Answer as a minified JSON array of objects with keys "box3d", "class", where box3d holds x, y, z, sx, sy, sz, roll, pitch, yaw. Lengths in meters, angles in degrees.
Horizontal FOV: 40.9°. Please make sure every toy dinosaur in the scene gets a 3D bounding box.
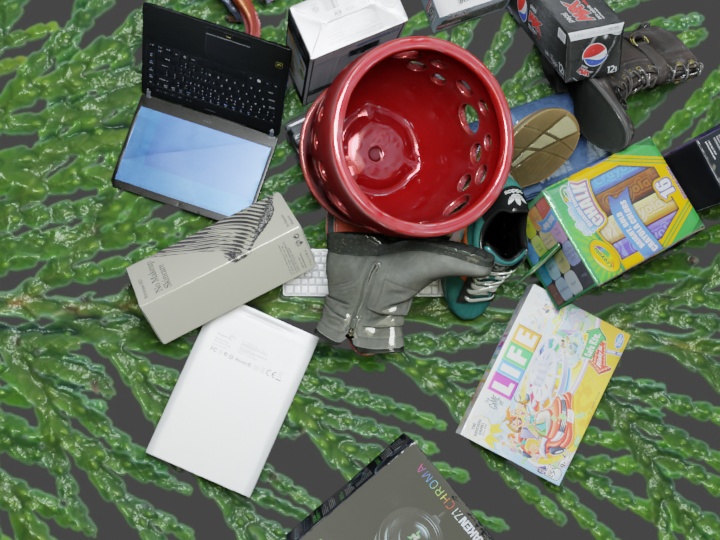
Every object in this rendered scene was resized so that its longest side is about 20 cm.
[{"box3d":[-0.150,-0.385,1.109,0.105,0.200,0.182,-26,132,4],"class":"toy dinosaur"}]

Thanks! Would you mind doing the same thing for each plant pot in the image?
[{"box3d":[0.040,-0.134,1.034,0.200,0.182,0.201,0,91,-16],"class":"plant pot"}]

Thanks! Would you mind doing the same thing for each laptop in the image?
[{"box3d":[-0.186,-0.174,1.105,0.177,0.200,0.104,18,47,2],"class":"laptop"}]

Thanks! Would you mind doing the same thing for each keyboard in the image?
[{"box3d":[0.006,0.003,1.161,0.199,0.011,0.057,0,85,-4],"class":"keyboard"}]

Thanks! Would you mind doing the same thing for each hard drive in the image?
[{"box3d":[-0.148,0.145,1.129,0.131,0.027,0.201,24,83,-3],"class":"hard drive"}]

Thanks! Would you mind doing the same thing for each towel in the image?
[{"box3d":[0.194,-0.141,1.169,0.199,0.049,0.112,-19,88,-5],"class":"towel"}]

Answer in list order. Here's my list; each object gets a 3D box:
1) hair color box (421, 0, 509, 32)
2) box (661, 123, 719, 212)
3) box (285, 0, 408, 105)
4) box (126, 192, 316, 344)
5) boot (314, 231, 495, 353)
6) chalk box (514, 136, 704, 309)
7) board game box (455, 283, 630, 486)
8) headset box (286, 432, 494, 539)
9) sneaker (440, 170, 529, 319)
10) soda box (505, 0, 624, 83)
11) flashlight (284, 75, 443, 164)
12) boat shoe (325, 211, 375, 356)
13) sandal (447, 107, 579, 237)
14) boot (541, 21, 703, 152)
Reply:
[{"box3d":[0.104,-0.405,1.178,0.099,0.061,0.201,-19,86,-6],"class":"hair color box"},{"box3d":[0.418,-0.127,1.110,0.141,0.200,0.079,-26,88,-7],"class":"box"},{"box3d":[-0.021,-0.256,1.086,0.116,0.200,0.060,-24,89,-8],"class":"box"},{"box3d":[-0.159,-0.004,1.105,0.199,0.082,0.069,-28,133,-8],"class":"box"},{"box3d":[0.047,0.029,1.056,0.199,0.068,0.131,6,96,22],"class":"boot"},{"box3d":[0.261,-0.043,1.108,0.199,0.125,0.124,-25,80,-17],"class":"chalk box"},{"box3d":[0.218,0.136,1.155,0.134,0.034,0.201,27,84,-2],"class":"board game box"},{"box3d":[0.033,0.318,1.096,0.200,0.093,0.174,-39,89,-6],"class":"headset box"},{"box3d":[0.142,-0.013,1.091,0.071,0.080,0.201,-5,128,-17],"class":"sneaker"},{"box3d":[0.233,-0.297,1.118,0.070,0.064,0.200,-13,42,-6],"class":"soda box"},{"box3d":[0.010,-0.185,1.153,0.199,0.068,0.068,-28,132,-10],"class":"flashlight"},{"box3d":[0.000,0.000,1.126,0.071,0.063,0.201,-6,89,-3],"class":"boat shoe"},{"box3d":[0.162,-0.119,1.114,0.200,0.054,0.080,-41,126,6],"class":"sandal"},{"box3d":[0.325,-0.227,1.131,0.173,0.069,0.200,-11,51,-14],"class":"boot"}]
